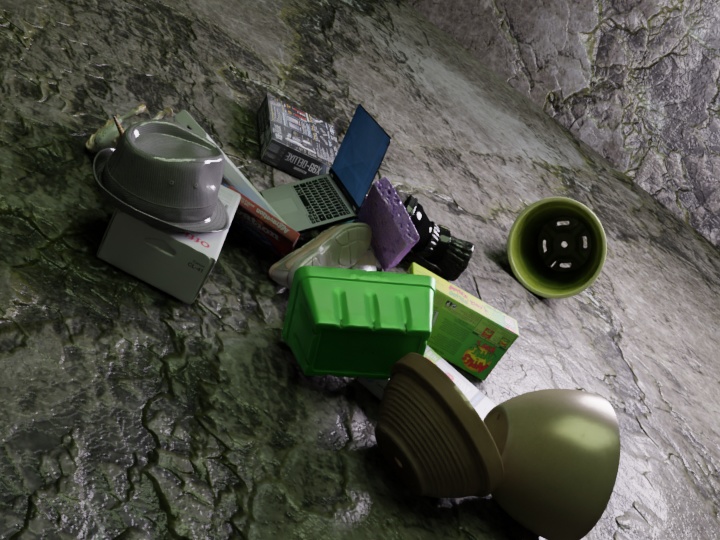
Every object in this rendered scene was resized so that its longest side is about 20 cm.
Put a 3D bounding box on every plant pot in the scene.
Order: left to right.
[{"bbox_3d":[0.081,0.211,1.219,0.092,0.202,0.201,-32,61,-18],"label":"plant pot"},{"bbox_3d":[0.227,0.242,1.282,0.133,0.202,0.201,18,29,-16],"label":"plant pot"},{"bbox_3d":[0.417,-0.050,2.038,0.199,0.201,0.190,39,13,12],"label":"plant pot"}]

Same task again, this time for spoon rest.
[{"bbox_3d":[0.000,0.000,1.590,0.098,0.061,0.200,16,18,-29],"label":"spoon rest"}]

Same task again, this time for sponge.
[{"bbox_3d":[0.041,-0.072,1.598,0.113,0.030,0.200,62,-13,7],"label":"sponge"}]

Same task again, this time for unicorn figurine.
[{"bbox_3d":[-0.332,-0.194,1.417,0.137,0.198,0.075,-41,108,-38],"label":"unicorn figurine"}]

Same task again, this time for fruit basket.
[{"bbox_3d":[-0.007,0.054,1.348,0.212,0.157,0.217,10,36,-7],"label":"fruit basket"}]

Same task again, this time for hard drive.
[{"bbox_3d":[-0.199,-0.150,1.497,0.200,0.027,0.132,49,-2,-36],"label":"hard drive"}]

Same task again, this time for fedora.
[{"bbox_3d":[-0.246,-0.133,1.275,0.198,0.091,0.178,9,34,-36],"label":"fedora"}]

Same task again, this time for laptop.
[{"bbox_3d":[-0.061,-0.164,1.571,0.197,0.118,0.188,-15,29,-10],"label":"laptop"}]

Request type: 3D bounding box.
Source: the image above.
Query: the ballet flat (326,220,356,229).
[{"bbox_3d":[-0.016,-0.116,1.743,0.063,0.068,0.199,35,24,20],"label":"ballet flat"}]

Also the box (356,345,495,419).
[{"bbox_3d":[0.108,0.185,1.406,0.199,0.041,0.155,40,27,13],"label":"box"}]

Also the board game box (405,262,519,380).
[{"bbox_3d":[0.141,0.082,1.548,0.198,0.102,0.048,29,26,-12],"label":"board game box"}]

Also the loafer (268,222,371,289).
[{"bbox_3d":[-0.060,-0.029,1.502,0.062,0.073,0.199,18,34,31],"label":"loafer"}]

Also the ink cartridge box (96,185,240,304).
[{"bbox_3d":[-0.258,-0.063,1.341,0.146,0.086,0.201,27,28,-10],"label":"ink cartridge box"}]

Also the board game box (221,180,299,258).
[{"bbox_3d":[-0.183,-0.090,1.479,0.199,0.103,0.020,35,70,1],"label":"board game box"}]

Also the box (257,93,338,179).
[{"bbox_3d":[-0.115,-0.244,1.859,0.156,0.050,0.201,22,28,-23],"label":"box"}]

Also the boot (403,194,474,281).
[{"bbox_3d":[0.127,-0.054,1.727,0.157,0.080,0.211,36,1,3],"label":"boot"}]
